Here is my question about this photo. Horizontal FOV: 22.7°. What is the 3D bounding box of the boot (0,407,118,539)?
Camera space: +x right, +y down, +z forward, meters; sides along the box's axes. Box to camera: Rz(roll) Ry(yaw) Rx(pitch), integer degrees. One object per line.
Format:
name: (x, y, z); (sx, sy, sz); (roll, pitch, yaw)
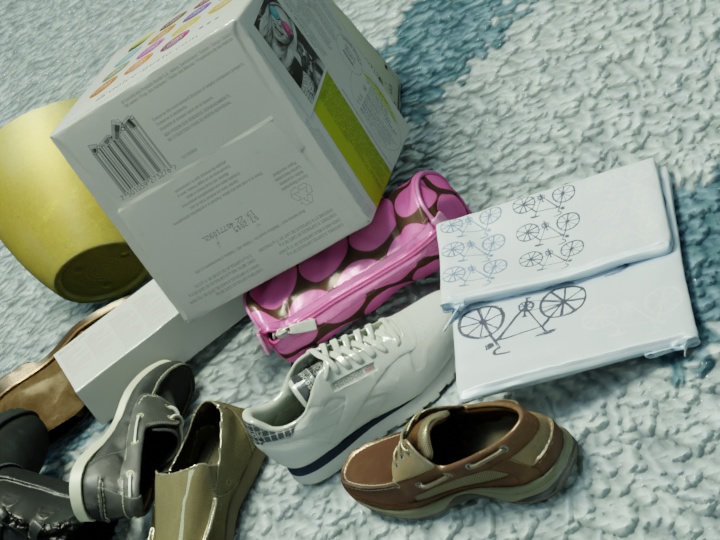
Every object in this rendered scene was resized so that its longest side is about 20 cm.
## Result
boot: (-0.280, 0.193, 1.563); (0.162, 0.074, 0.198); (11, 22, 20)

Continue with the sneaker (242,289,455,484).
sneaker: (0.001, 0.080, 1.400); (0.200, 0.081, 0.076); (-42, 31, 2)

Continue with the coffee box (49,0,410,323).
coffee box: (-0.103, -0.118, 1.516); (0.199, 0.200, 0.198); (-27, 19, 24)

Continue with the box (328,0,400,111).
box: (-0.077, -0.145, 1.689); (0.200, 0.128, 0.109); (-28, 36, 25)

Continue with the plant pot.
plant pot: (-0.271, -0.053, 1.777); (0.200, 0.200, 0.142); (-33, 59, 18)

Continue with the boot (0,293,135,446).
boot: (-0.258, 0.098, 1.700); (0.200, 0.074, 0.076); (-37, 61, 7)

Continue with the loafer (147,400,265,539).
loafer: (-0.138, 0.190, 1.443); (0.076, 0.067, 0.201); (-14, 44, 39)

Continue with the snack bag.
snack bag: (0.147, 0.007, 1.330); (0.188, 0.021, 0.200); (-15, 41, 14)

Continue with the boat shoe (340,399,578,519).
boat shoe: (0.060, 0.127, 1.289); (0.199, 0.072, 0.076); (-15, 43, 38)

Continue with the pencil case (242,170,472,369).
pencil case: (0.000, 0.000, 1.486); (0.200, 0.091, 0.094); (-35, 2, 17)

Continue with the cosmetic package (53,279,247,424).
cosmetic package: (-0.178, 0.049, 1.634); (0.200, 0.051, 0.083); (-37, 34, -6)

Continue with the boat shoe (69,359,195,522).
boat shoe: (-0.177, 0.144, 1.525); (0.067, 0.072, 0.200); (-6, 28, 21)
